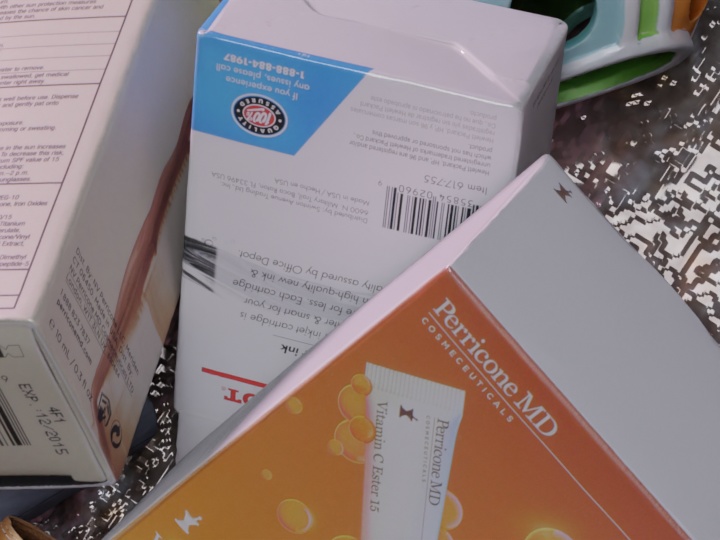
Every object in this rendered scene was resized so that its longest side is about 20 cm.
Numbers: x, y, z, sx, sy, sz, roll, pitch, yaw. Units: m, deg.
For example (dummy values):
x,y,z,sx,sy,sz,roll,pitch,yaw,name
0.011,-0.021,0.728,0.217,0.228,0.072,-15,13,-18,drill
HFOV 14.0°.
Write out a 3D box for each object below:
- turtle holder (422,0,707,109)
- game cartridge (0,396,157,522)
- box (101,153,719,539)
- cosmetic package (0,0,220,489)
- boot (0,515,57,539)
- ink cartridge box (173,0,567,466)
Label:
x,y,z,sx,sy,sz,roll,pitch,yaw,name
0.045,-0.123,1.056,0.185,0.141,0.132,-16,84,-11,turtle holder
-0.185,0.017,1.076,0.133,0.040,0.200,-33,71,-33,game cartridge
0.021,0.078,0.969,0.124,0.097,0.200,48,123,-2,box
-0.117,-0.025,1.033,0.103,0.087,0.200,-2,46,21,cosmetic package
-0.166,0.146,1.014,0.200,0.074,0.155,31,105,-19,boot
0.000,0.000,1.040,0.116,0.200,0.068,14,34,12,ink cartridge box
